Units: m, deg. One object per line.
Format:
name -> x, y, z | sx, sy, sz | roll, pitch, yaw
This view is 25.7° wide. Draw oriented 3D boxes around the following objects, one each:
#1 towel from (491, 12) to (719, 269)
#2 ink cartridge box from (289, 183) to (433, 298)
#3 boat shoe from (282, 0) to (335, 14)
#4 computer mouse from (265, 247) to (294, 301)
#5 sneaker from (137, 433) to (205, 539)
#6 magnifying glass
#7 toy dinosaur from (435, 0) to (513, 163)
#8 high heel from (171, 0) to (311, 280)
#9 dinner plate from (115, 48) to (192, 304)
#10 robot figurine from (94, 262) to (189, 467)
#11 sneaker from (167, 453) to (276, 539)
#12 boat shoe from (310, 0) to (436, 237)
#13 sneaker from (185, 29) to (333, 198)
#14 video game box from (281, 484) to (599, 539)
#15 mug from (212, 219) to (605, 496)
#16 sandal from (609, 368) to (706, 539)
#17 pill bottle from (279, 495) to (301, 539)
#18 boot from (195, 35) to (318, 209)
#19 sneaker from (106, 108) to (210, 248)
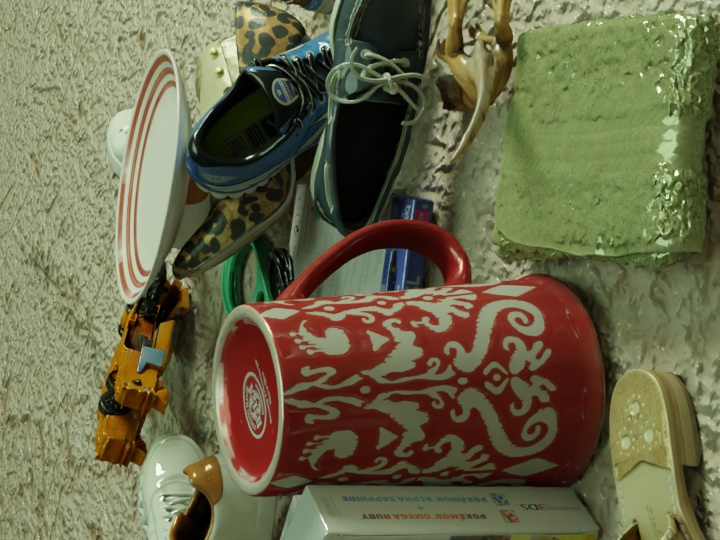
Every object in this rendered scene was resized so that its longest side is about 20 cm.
towel -> 0.139, -0.075, 0.919 | 0.200, 0.036, 0.149 | -176, 93, -65
ink cartridge box -> 0.000, 0.000, 1.170 | 0.200, 0.042, 0.120 | -169, 86, -65
boat shoe -> -0.026, -0.293, 1.182 | 0.072, 0.072, 0.200 | 45, 123, 57
computer mouse -> -0.048, 0.072, 1.204 | 0.059, 0.034, 0.200 | -124, 27, -54
sneaker -> -0.155, 0.232, 1.364 | 0.081, 0.075, 0.200 | 108, 159, -63
magnifying glass -> -0.079, 0.031, 1.336 | 0.200, 0.022, 0.080 | 47, 126, 55
toy dinosaur -> 0.078, -0.129, 0.996 | 0.200, 0.060, 0.106 | -81, -12, -82
high heel -> -0.101, -0.100, 1.191 | 0.200, 0.143, 0.071 | -43, 2, -4
dinner plate -> -0.160, -0.072, 1.230 | 0.200, 0.024, 0.201 | -172, 90, -69
robot figurine -> -0.205, 0.083, 1.481 | 0.200, 0.058, 0.145 | -85, 18, -53
sneaker -> -0.118, 0.236, 1.273 | 0.073, 0.085, 0.200 | -141, 49, -59
boat shoe -> 0.008, -0.119, 1.060 | 0.062, 0.075, 0.200 | -122, 45, -63
sneaker -> -0.038, -0.122, 1.115 | 0.079, 0.200, 0.089 | 53, 179, 5
video game box -> 0.022, 0.211, 0.934 | 0.200, 0.182, 0.047 | -66, 31, 30
mug -> 0.015, 0.062, 0.941 | 0.178, 0.200, 0.134 | 46, 132, 53
sandal -> 0.145, 0.154, 0.829 | 0.078, 0.070, 0.212 | -40, 51, 53
pill bottle -> -0.006, 0.215, 1.059 | 0.114, 0.114, 0.200 | 48, 127, 55
boot -> -0.091, -0.139, 1.333 | 0.200, 0.073, 0.156 | 127, 140, -60
sneaker -> -0.168, -0.105, 1.362 | 0.200, 0.073, 0.085 | -127, 36, -48
